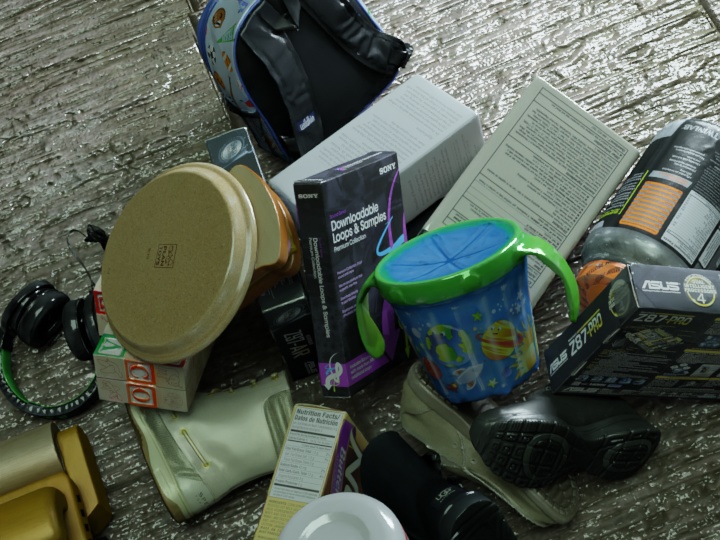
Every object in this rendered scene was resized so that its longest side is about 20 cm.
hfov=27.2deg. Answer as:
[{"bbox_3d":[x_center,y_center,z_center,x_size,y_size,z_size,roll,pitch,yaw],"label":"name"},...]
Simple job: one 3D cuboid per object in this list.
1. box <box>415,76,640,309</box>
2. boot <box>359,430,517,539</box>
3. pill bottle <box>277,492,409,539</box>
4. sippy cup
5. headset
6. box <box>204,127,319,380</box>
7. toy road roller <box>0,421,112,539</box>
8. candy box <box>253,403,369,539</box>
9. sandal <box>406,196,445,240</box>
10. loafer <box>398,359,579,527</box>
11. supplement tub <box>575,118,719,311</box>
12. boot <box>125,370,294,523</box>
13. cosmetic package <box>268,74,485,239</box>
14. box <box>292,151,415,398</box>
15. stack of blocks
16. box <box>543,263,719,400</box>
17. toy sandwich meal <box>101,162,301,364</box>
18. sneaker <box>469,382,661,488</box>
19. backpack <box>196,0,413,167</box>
[{"bbox_3d":[0.154,-0.062,1.437,0.128,0.109,0.200,37,73,2],"label":"box"},{"bbox_3d":[0.085,0.244,1.320,0.076,0.201,0.168,-35,28,-15],"label":"boot"},{"bbox_3d":[0.007,0.278,1.248,0.112,0.200,0.113,-11,50,13],"label":"pill bottle"},{"bbox_3d":[0.095,0.040,1.307,0.139,0.131,0.178,-31,21,-29],"label":"sippy cup"},{"bbox_3d":[-0.293,0.052,1.505,0.123,0.094,0.201,12,81,15],"label":"headset"},{"bbox_3d":[-0.088,-0.015,1.442,0.043,0.160,0.201,-20,61,-2],"label":"box"},{"bbox_3d":[-0.302,0.227,1.362,0.122,0.146,0.201,-22,62,-2],"label":"toy road roller"},{"bbox_3d":[-0.045,0.235,1.330,0.056,0.117,0.201,7,64,23],"label":"candy box"},{"bbox_3d":[0.034,-0.010,1.485,0.200,0.043,0.076,-42,65,-12],"label":"sandal"},{"bbox_3d":[0.115,0.165,1.371,0.200,0.068,0.076,43,39,11],"label":"loafer"},{"bbox_3d":[0.289,-0.035,1.401,0.122,0.123,0.200,28,64,21],"label":"supplement tub"},{"bbox_3d":[-0.143,0.126,1.431,0.154,0.072,0.200,-23,61,-5],"label":"boot"},{"bbox_3d":[0.020,-0.099,1.496,0.200,0.071,0.101,-37,49,-16],"label":"cosmetic package"},{"bbox_3d":[0.000,0.000,1.377,0.036,0.143,0.201,-1,105,31],"label":"box"},{"bbox_3d":[-0.195,0.039,1.430,0.115,0.059,0.200,7,41,8],"label":"stack of blocks"},{"bbox_3d":[0.284,0.059,1.302,0.199,0.161,0.049,4,60,-20],"label":"box"},{"bbox_3d":[-0.148,-0.008,1.343,0.205,0.070,0.206,-13,68,34],"label":"toy sandwich meal"},{"bbox_3d":[0.172,0.140,1.337,0.199,0.076,0.091,8,33,-35],"label":"sneaker"},{"bbox_3d":[-0.072,-0.231,1.532,0.154,0.191,0.200,28,69,39],"label":"backpack"}]
